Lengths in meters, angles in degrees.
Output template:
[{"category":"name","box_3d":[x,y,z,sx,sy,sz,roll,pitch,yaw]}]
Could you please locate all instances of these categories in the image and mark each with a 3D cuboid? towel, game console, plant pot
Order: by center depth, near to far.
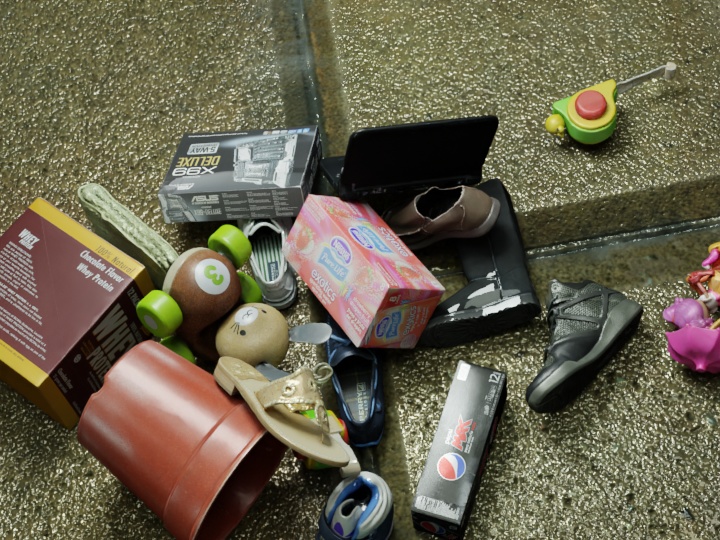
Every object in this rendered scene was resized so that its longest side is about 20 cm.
[{"category":"plant pot","box_3d":[-0.209,0.195,1.512,0.194,0.201,0.201,34,68,13]},{"category":"game console","box_3d":[0.059,-0.166,1.696,0.197,0.118,0.176,-7,26,-15]},{"category":"towel","box_3d":[-0.285,-0.024,1.702,0.199,0.149,0.036,35,67,27]}]

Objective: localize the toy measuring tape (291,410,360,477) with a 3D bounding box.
[{"category":"toy measuring tape","box_3d":[-0.038,0.217,1.540,0.073,0.074,0.200,-26,24,-8]}]

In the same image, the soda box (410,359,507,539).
[{"category":"soda box","box_3d":[0.119,0.214,1.551,0.063,0.071,0.202,15,63,14]}]

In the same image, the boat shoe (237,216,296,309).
[{"category":"boat shoe","box_3d":[-0.122,-0.047,1.737,0.073,0.067,0.202,-18,57,-4]}]

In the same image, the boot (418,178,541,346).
[{"category":"boot","box_3d":[0.135,-0.012,1.685,0.163,0.066,0.202,-14,58,3]}]

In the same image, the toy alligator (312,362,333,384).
[{"category":"toy alligator","box_3d":[-0.124,0.158,1.620,0.198,0.060,0.054,-27,16,4]}]

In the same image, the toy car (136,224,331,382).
[{"category":"toy car","box_3d":[-0.141,0.067,1.594,0.199,0.159,0.164,24,52,30]}]

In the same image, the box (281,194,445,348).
[{"category":"box","box_3d":[0.000,0.000,1.638,0.102,0.095,0.200,4,34,-41]}]

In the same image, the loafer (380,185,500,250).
[{"category":"loafer","box_3d":[0.091,-0.080,1.682,0.199,0.071,0.074,-11,49,46]}]

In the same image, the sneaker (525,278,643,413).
[{"category":"sneaker","box_3d":[0.249,0.087,1.610,0.114,0.077,0.199,35,66,26]}]

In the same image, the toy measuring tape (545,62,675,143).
[{"category":"toy measuring tape","box_3d":[0.348,-0.221,1.772,0.198,0.074,0.074,-20,59,-4]}]

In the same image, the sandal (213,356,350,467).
[{"category":"sandal","box_3d":[-0.082,0.132,1.433,0.211,0.077,0.070,33,107,38]}]

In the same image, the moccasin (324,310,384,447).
[{"category":"moccasin","box_3d":[-0.001,0.118,1.625,0.079,0.068,0.202,-16,59,-2]}]

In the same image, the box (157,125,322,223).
[{"category":"box","box_3d":[-0.160,-0.131,1.764,0.197,0.050,0.158,-2,36,11]}]

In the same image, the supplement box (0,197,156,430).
[{"category":"supplement box","box_3d":[-0.394,0.054,1.675,0.196,0.133,0.201,31,68,23]}]

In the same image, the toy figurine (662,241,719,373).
[{"category":"toy figurine","box_3d":[0.444,0.038,1.594,0.183,0.151,0.200,-38,40,-4]}]

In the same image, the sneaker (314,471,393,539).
[{"category":"sneaker","box_3d":[-0.035,0.316,1.467,0.080,0.147,0.200,31,67,23]}]
